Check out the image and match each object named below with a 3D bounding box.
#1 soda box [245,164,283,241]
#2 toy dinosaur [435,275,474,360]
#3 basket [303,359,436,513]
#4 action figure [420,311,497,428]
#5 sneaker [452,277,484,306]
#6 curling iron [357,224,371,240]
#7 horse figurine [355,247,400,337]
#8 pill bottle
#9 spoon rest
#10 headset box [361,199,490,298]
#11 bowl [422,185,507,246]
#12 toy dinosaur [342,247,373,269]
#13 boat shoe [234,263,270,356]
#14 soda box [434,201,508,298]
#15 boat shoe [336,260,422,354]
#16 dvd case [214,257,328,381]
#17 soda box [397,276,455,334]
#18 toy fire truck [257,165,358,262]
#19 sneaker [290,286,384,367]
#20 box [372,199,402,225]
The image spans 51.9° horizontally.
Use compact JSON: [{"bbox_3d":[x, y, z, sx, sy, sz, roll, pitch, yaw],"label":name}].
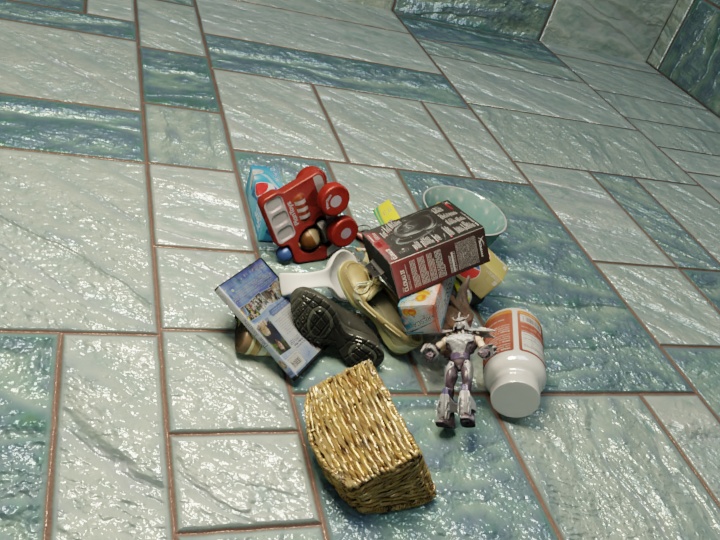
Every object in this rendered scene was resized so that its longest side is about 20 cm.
[{"bbox_3d":[-0.198,-0.146,1.590,0.064,0.068,0.200,3,37,-22],"label":"soda box"},{"bbox_3d":[0.176,0.098,1.399,0.135,0.086,0.200,33,47,18],"label":"toy dinosaur"},{"bbox_3d":[0.006,0.267,1.118,0.143,0.149,0.200,-27,46,-5],"label":"basket"},{"bbox_3d":[0.167,0.161,1.241,0.069,0.130,0.200,38,50,-48],"label":"action figure"},{"bbox_3d":[0.198,0.000,1.577,0.085,0.074,0.200,9,49,-40],"label":"sneaker"},{"bbox_3d":[0.068,-0.045,1.614,0.200,0.026,0.050,31,38,17],"label":"curling iron"},{"bbox_3d":[0.057,0.032,1.412,0.132,0.050,0.200,4,77,-23],"label":"horse figurine"},{"bbox_3d":[0.278,0.167,1.344,0.112,0.112,0.200,18,34,-2],"label":"pill bottle"},{"bbox_3d":[-0.058,0.015,1.353,0.061,0.100,0.200,-8,1,39],"label":"spoon rest"},{"bbox_3d":[0.105,-0.039,1.320,0.200,0.077,0.149,-23,29,-11],"label":"headset box"},{"bbox_3d":[0.222,-0.099,1.694,0.201,0.105,0.201,13,35,-9],"label":"bowl"},{"bbox_3d":[0.000,0.000,1.477,0.088,0.047,0.200,11,58,-12],"label":"toy dinosaur"},{"bbox_3d":[-0.178,0.073,1.306,0.076,0.072,0.200,18,42,-23],"label":"boat shoe"},{"bbox_3d":[0.201,-0.041,1.496,0.200,0.068,0.064,43,36,-4],"label":"soda box"},{"bbox_3d":[0.037,0.060,1.332,0.073,0.063,0.201,-32,86,-34],"label":"boat shoe"},{"bbox_3d":[-0.144,0.079,1.267,0.200,0.018,0.143,49,31,-1],"label":"dvd case"},{"bbox_3d":[0.124,0.032,1.333,0.068,0.064,0.200,-5,31,20],"label":"soda box"},{"bbox_3d":[-0.109,-0.100,1.475,0.168,0.200,0.112,-32,43,-18],"label":"toy fire truck"},{"bbox_3d":[-0.044,0.095,1.303,0.200,0.076,0.091,42,17,-17],"label":"sneaker"},{"bbox_3d":[0.103,-0.040,1.529,0.200,0.048,0.117,59,8,29],"label":"box"}]
